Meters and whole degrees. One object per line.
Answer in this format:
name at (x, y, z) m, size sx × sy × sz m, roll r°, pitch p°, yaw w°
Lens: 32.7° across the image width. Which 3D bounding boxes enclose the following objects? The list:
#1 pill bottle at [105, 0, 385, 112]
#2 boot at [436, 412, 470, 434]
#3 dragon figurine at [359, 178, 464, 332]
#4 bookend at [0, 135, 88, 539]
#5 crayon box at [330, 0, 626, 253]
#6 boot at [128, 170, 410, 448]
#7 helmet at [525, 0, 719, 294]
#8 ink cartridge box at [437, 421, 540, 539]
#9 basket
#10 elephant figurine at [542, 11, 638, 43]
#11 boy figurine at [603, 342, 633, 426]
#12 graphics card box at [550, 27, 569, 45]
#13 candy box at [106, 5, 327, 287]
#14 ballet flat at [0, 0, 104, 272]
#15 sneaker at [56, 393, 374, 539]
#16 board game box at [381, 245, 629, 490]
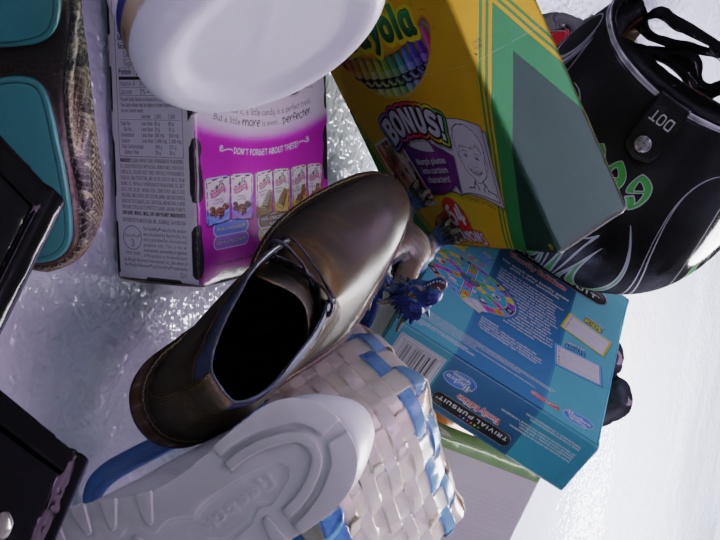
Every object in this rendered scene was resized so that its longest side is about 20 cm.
pill bottle at (-0.077, -0.180, 0.544) m, size 0.116 × 0.116 × 0.200 m, roll 17°, pitch 43°, yaw -62°
boot at (0.043, 0.107, 0.958) m, size 0.155 × 0.077 × 0.200 m, roll -36°, pitch 131°, yaw -51°
dragon figurine at (0.000, 0.000, 0.790) m, size 0.099 × 0.200 × 0.059 m, roll -44°, pitch 105°, yaw -28°
bookend at (-0.173, 0.039, 0.491) m, size 0.200 × 0.092 × 0.199 m, roll 58°, pitch 43°, yaw -50°
crayon box at (0.057, -0.102, 0.764) m, size 0.058 × 0.200 × 0.173 m, roll -32°, pitch 104°, yaw -18°
boot at (-0.025, 0.012, 0.621) m, size 0.075 × 0.097 × 0.200 m, roll 47°, pitch 65°, yaw -9°
helmet at (0.185, -0.077, 0.866) m, size 0.200 × 0.200 × 0.191 m, roll -48°, pitch 172°, yaw -50°
ink cartridge box at (0.027, 0.206, 0.880) m, size 0.145 × 0.048 × 0.200 m, roll 24°, pitch 93°, yaw -27°
basket at (-0.047, 0.138, 0.721) m, size 0.200 × 0.139 × 0.177 m, roll -32°, pitch 129°, yaw -24°
elephant figurine at (0.206, -0.187, 1.175) m, size 0.155 × 0.141 × 0.200 m, roll -101°, pitch 176°, yaw -87°
boy figurine at (0.114, 0.074, 0.929) m, size 0.200 × 0.064 × 0.125 m, roll 10°, pitch 65°, yaw -37°
graphics card box at (0.140, -0.123, 1.040) m, size 0.200 × 0.125 × 0.051 m, roll 46°, pitch 46°, yaw -56°
candy box at (-0.077, -0.100, 0.693) m, size 0.136 × 0.061 × 0.200 m, roll -16°, pitch 108°, yaw -60°
ballet flat at (-0.151, -0.101, 0.561) m, size 0.075 × 0.068 × 0.200 m, roll -77°, pitch 165°, yaw -66°
sneaker at (-0.080, 0.124, 0.600) m, size 0.076 × 0.200 × 0.080 m, roll 62°, pitch 10°, yaw 0°
board game box at (0.103, 0.042, 0.857) m, size 0.047 × 0.151 × 0.200 m, roll -57°, pitch 180°, yaw 32°
